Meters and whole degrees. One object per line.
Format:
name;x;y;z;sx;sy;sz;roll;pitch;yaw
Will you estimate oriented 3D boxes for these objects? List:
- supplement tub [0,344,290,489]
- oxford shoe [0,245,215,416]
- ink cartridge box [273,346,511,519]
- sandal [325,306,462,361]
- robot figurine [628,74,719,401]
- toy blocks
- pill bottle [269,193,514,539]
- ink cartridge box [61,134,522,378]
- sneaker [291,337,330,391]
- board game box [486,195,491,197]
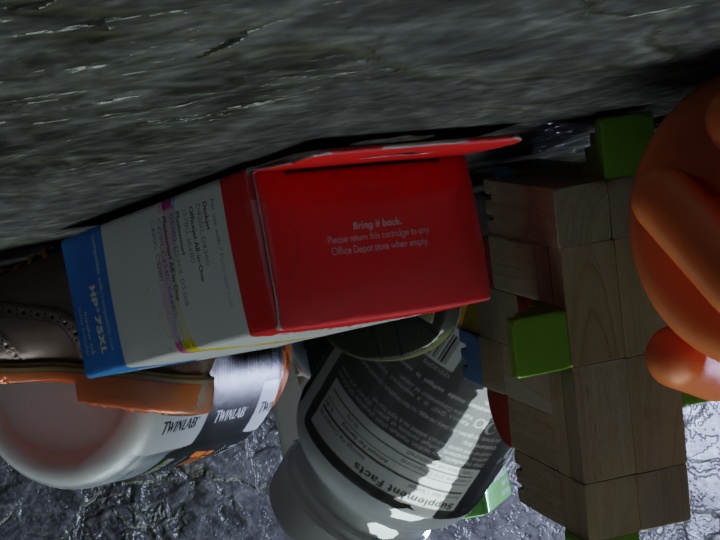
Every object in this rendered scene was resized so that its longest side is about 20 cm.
supplement tub;-0.122;0.053;0.993;0.122;0.124;0.200;-11;177;22
oxford shoe;-0.166;0.021;0.858;0.198;0.074;0.071;9;-178;-1
ink cartridge box;0.014;0.081;1.247;0.144;0.202;0.084;-11;179;19
sandal;0.000;-0.001;0.863;0.057;0.081;0.201;-3;-176;-25
robot figurine;0.179;-0.015;0.668;0.116;0.145;0.199;8;178;33
toy blocks;0.090;0.030;0.791;0.099;0.202;0.137;-9;-171;-17
pill bottle;0.034;0.066;0.941;0.116;0.116;0.201;-7;135;-50
ink cartridge box;-0.029;-0.005;0.745;0.116;0.068;0.199;-8;176;-38
sneaker;-0.013;0.050;1.096;0.075;0.087;0.200;27;-166;1
board game box;0.143;-0.031;1.062;0.199;0.044;0.198;-8;177;-37
